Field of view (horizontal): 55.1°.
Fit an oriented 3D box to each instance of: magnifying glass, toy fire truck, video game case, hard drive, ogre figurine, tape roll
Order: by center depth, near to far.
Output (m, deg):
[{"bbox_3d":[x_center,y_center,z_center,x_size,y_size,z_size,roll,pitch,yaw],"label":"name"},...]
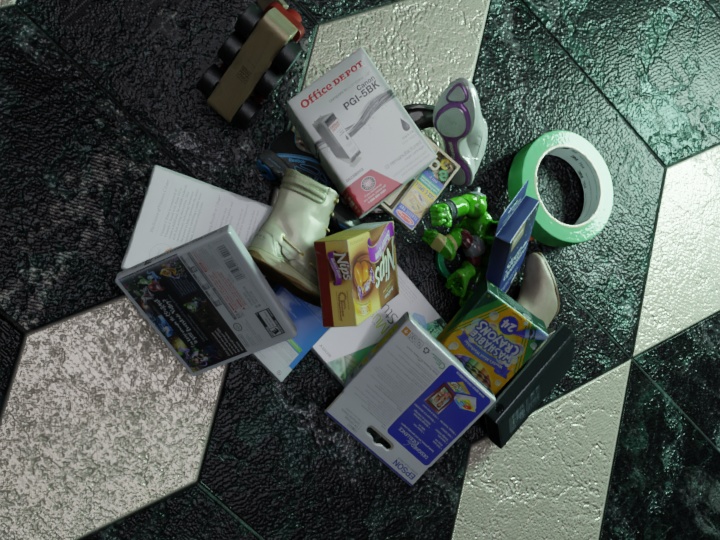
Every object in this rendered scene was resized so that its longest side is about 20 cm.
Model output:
[{"bbox_3d":[-0.211,0.049,0.967,0.179,0.024,0.202,-21,125,11],"label":"video game case"},{"bbox_3d":[-0.157,-0.346,1.064,0.128,0.176,0.201,39,34,-11],"label":"toy fire truck"},{"bbox_3d":[0.179,-0.043,1.135,0.120,0.098,0.202,-40,105,-26],"label":"ogre figurine"},{"bbox_3d":[0.286,0.196,1.157,0.200,0.140,0.033,-45,59,-13],"label":"hard drive"},{"bbox_3d":[0.220,-0.038,1.213,0.196,0.022,0.081,-18,91,-16],"label":"magnifying glass"},{"bbox_3d":[0.360,-0.146,1.238,0.196,0.048,0.206,3,81,-21],"label":"tape roll"}]

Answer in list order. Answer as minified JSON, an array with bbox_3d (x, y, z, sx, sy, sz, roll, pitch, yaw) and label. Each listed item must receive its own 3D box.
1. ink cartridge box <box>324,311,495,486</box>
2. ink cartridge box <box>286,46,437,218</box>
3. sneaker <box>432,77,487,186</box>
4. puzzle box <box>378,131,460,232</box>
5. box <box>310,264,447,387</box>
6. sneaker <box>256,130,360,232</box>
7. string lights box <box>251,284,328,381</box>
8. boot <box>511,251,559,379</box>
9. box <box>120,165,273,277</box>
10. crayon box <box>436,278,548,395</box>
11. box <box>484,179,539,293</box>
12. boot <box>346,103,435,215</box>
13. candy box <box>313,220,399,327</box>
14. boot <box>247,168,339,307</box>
[{"bbox_3d":[0.077,0.205,1.091,0.197,0.047,0.200,42,101,-12],"label":"ink cartridge box"},{"bbox_3d":[-0.001,-0.205,1.044,0.146,0.083,0.202,-36,92,-4],"label":"ink cartridge box"},{"bbox_3d":[0.169,-0.239,1.141,0.074,0.202,0.100,20,56,23],"label":"sneaker"},{"bbox_3d":[0.045,-0.177,1.102,0.199,0.025,0.134,39,86,-3],"label":"puzzle box"},{"bbox_3d":[0.030,0.106,1.133,0.200,0.036,0.145,-45,100,-13],"label":"box"},{"bbox_3d":[-0.068,-0.137,1.093,0.199,0.073,0.082,41,74,-5],"label":"sneaker"},{"bbox_3d":[-0.096,0.063,1.084,0.103,0.059,0.200,46,75,-10],"label":"string lights box"},{"bbox_3d":[0.271,0.085,1.183,0.144,0.070,0.205,-18,101,-30],"label":"boot"},{"bbox_3d":[-0.234,-0.042,1.023,0.196,0.106,0.156,19,81,-16],"label":"box"},{"bbox_3d":[0.190,0.132,1.116,0.125,0.052,0.201,34,111,-7],"label":"crayon box"},{"bbox_3d":[0.242,-0.034,1.120,0.032,0.203,0.121,24,49,22],"label":"box"},{"bbox_3d":[0.059,-0.178,1.151,0.195,0.069,0.179,-9,89,-7],"label":"boot"},{"bbox_3d":[0.000,0.000,0.999,0.055,0.199,0.120,-2,99,22],"label":"candy box"},{"bbox_3d":[-0.063,-0.038,1.017,0.199,0.071,0.157,35,69,-36],"label":"boot"}]
